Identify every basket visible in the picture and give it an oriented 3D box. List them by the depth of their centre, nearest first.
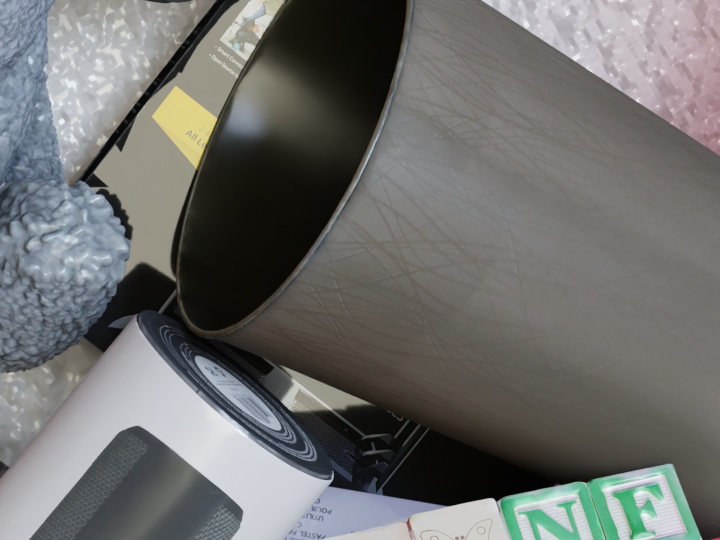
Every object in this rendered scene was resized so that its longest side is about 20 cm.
[{"bbox_3d":[0.060,0.000,0.914,0.200,0.180,0.136,28,101,-17],"label":"basket"}]

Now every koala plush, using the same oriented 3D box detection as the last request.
[{"bbox_3d":[-0.150,-0.083,0.872,0.177,0.200,0.185,2,71,-17],"label":"koala plush"}]

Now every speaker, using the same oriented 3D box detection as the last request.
[{"bbox_3d":[-0.101,0.113,0.879,0.081,0.081,0.200,40,97,-7],"label":"speaker"}]

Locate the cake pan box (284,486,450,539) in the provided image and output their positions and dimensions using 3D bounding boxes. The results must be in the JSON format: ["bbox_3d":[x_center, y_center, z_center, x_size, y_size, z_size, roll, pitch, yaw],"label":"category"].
[{"bbox_3d":[0.028,0.165,0.899,0.199,0.052,0.185,10,57,5],"label":"cake pan box"}]

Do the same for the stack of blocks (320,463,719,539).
[{"bbox_3d":[0.095,0.124,0.864,0.199,0.059,0.115,-11,58,-10],"label":"stack of blocks"}]

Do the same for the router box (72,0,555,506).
[{"bbox_3d":[0.000,0.000,1.009,0.200,0.052,0.157,39,90,-7],"label":"router box"}]

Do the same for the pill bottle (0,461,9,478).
[{"bbox_3d":[-0.110,0.145,0.981,0.200,0.111,0.112,36,91,-6],"label":"pill bottle"}]

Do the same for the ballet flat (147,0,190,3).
[{"bbox_3d":[0.002,-0.140,0.953,0.200,0.068,0.068,-25,79,-28],"label":"ballet flat"}]
